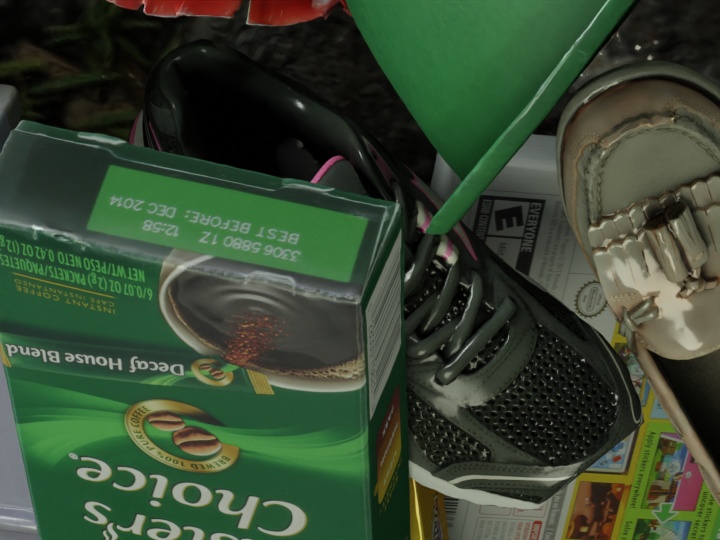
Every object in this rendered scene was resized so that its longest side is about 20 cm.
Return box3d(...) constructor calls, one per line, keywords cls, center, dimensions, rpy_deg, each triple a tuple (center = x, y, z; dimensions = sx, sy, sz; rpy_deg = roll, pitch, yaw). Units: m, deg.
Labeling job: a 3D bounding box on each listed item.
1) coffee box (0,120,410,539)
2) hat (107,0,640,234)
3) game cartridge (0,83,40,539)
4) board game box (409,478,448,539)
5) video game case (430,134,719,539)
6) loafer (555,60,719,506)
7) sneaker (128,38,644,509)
box3d(cls="coffee box", center=(-0.047, 0.043, 0.927), dimensions=(0.123, 0.044, 0.200), rpy_deg=(13, 144, 10))
box3d(cls="hat", center=(0.004, -0.123, 0.879), dimensions=(0.176, 0.200, 0.166), rpy_deg=(38, 117, 1))
box3d(cls="game cartridge", center=(-0.167, 0.021, 0.975), dimensions=(0.129, 0.038, 0.200), rpy_deg=(4, 130, 8))
box3d(cls="board game box", center=(-0.042, 0.118, 1.054), dimensions=(0.153, 0.040, 0.200), rpy_deg=(-2, 110, 14))
box3d(cls="video game case", center=(0.102, 0.041, 1.065), dimensions=(0.182, 0.023, 0.200), rpy_deg=(4, 126, -9))
box3d(cls="loafer", center=(0.117, 0.014, 0.970), dimensions=(0.072, 0.063, 0.200), rpy_deg=(-19, 139, 8))
box3d(cls="sneaker", center=(0.000, 0.000, 0.950), dimensions=(0.200, 0.080, 0.086), rpy_deg=(35, 168, 11))
